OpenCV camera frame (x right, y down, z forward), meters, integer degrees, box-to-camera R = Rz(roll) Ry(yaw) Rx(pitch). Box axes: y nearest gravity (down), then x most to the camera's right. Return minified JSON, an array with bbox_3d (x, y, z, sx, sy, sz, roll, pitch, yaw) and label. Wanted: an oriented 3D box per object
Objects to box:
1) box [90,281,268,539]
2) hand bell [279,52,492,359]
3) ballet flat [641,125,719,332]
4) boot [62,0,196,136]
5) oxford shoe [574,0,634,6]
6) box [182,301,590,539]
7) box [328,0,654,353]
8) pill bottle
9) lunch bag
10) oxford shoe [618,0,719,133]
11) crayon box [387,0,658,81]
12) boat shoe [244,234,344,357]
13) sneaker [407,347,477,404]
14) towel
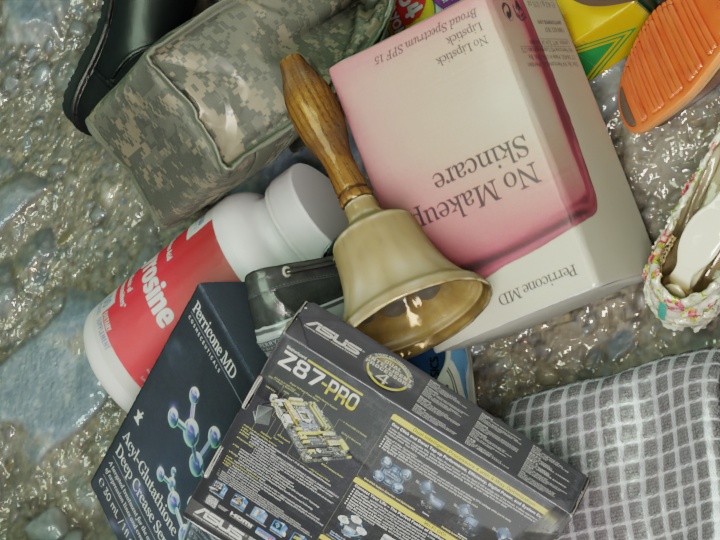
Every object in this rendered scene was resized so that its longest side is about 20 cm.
[{"bbox_3d":[-0.076,0.129,1.448,0.149,0.107,0.200,57,130,36],"label":"box"},{"bbox_3d":[-0.004,-0.051,1.343,0.104,0.104,0.200,-34,65,23],"label":"hand bell"},{"bbox_3d":[0.237,-0.053,1.335,0.075,0.064,0.201,26,90,17],"label":"ballet flat"},{"bbox_3d":[-0.137,-0.162,1.653,0.168,0.076,0.201,36,104,43],"label":"boot"},{"bbox_3d":[0.222,-0.226,1.377,0.199,0.071,0.072,-18,60,2],"label":"oxford shoe"},{"bbox_3d":[0.012,0.135,1.288,0.200,0.049,0.161,31,125,4],"label":"box"},{"bbox_3d":[0.086,-0.064,1.387,0.128,0.109,0.201,-24,83,28],"label":"box"},{"bbox_3d":[-0.092,0.017,1.535,0.200,0.112,0.112,-39,55,20],"label":"pill bottle"},{"bbox_3d":[-0.070,-0.135,1.511,0.118,0.200,0.164,54,154,-3],"label":"lunch bag"},{"bbox_3d":[0.239,-0.151,1.373,0.200,0.073,0.072,-46,48,42],"label":"oxford shoe"},{"bbox_3d":[0.098,-0.207,1.502,0.172,0.058,0.201,-34,58,24],"label":"crayon box"},{"bbox_3d":[0.000,0.000,1.418,0.069,0.200,0.057,-19,94,41],"label":"boat shoe"},{"bbox_3d":[0.049,0.112,1.421,0.072,0.072,0.201,-26,61,26],"label":"sneaker"},{"bbox_3d":[0.171,0.157,1.302,0.165,0.085,0.201,-18,64,33],"label":"towel"}]
